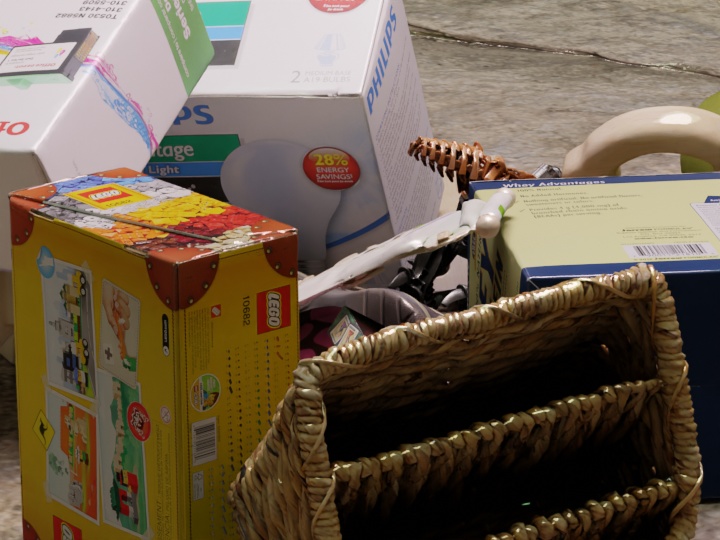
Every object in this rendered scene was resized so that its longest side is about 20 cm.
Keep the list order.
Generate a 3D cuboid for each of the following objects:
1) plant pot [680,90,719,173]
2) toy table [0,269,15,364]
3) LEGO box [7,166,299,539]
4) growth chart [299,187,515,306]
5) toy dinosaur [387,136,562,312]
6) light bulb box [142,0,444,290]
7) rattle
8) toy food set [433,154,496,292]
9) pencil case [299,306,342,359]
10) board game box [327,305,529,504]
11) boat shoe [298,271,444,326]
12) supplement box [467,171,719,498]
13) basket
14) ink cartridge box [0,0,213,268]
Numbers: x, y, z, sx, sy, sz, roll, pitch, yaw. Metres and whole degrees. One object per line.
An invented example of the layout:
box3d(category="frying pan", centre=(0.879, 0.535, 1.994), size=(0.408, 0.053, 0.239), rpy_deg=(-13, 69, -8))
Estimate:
box3d(category="plant pot", centre=(0.317, -0.072, 1.935), size=(0.186, 0.189, 0.200), rpy_deg=(-10, 11, -30))
box3d(category="toy table", centre=(-0.192, 0.015, 1.718), size=(0.183, 0.118, 0.200), rpy_deg=(-5, 17, -13))
box3d(category="LEGO box", centre=(-0.103, 0.066, 1.410), size=(0.077, 0.201, 0.149), rpy_deg=(-14, 23, -37))
box3d(category="growth chart", centre=(0.000, 0.000, 1.587), size=(0.199, 0.018, 0.145), rpy_deg=(-25, 4, 16))
box3d(category="toy dinosaur", centre=(0.082, -0.020, 1.787), size=(0.200, 0.136, 0.102), rpy_deg=(38, -17, -24))
box3d(category="light bulb box", centre=(-0.063, -0.081, 1.816), size=(0.197, 0.201, 0.125), rpy_deg=(0, 47, 15))
box3d(category="rattle", centre=(0.216, -0.036, 1.731), size=(0.199, 0.131, 0.143), rpy_deg=(-12, 31, 32))
box3d(category="toy food set", centre=(0.035, -0.022, 1.966), size=(0.142, 0.061, 0.200), rpy_deg=(-11, 16, 2))
box3d(category="pencil case", centre=(-0.027, 0.086, 1.553), size=(0.093, 0.091, 0.200), rpy_deg=(-35, 12, 9))
box3d(category="board game box", centre=(0.052, 0.092, 1.482), size=(0.104, 0.024, 0.200), rpy_deg=(32, 14, -27))
box3d(category="boat shoe", centre=(-0.013, 0.044, 1.734), size=(0.073, 0.075, 0.199), rpy_deg=(19, -4, -41))
box3d(category="supplement box", centre=(0.172, 0.034, 1.627), size=(0.198, 0.135, 0.200), rpy_deg=(-2, 17, -7))
box3d(category="basket", centre=(0.060, 0.107, 1.288), size=(0.199, 0.143, 0.149), rpy_deg=(-13, -24, -25))
box3d(category="ink cartridge box", centre=(-0.195, -0.096, 1.638), size=(0.144, 0.084, 0.200), rpy_deg=(1, 40, 25))
